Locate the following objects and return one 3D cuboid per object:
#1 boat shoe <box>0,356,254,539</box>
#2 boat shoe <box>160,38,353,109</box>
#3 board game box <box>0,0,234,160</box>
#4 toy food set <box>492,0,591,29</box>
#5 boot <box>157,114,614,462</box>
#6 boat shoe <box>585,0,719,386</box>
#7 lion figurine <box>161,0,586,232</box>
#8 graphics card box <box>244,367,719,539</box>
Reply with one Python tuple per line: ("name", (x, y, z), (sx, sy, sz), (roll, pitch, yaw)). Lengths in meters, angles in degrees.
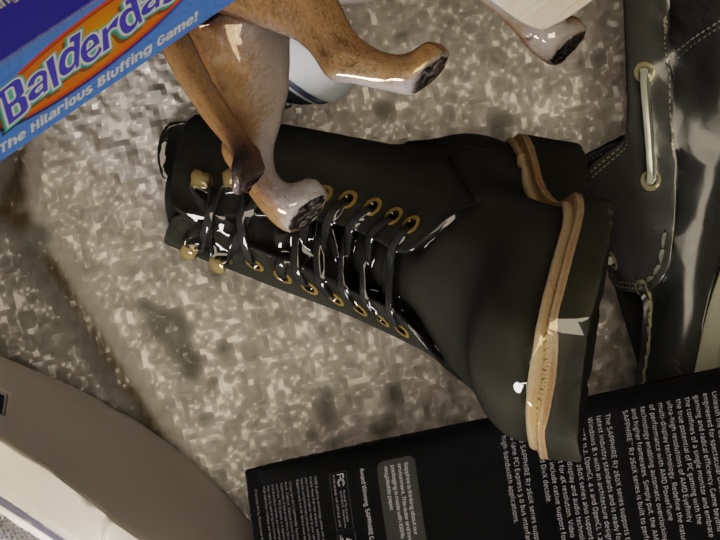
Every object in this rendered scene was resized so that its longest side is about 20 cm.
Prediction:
("boat shoe", (-0.132, 0.080, 0.796), (0.200, 0.075, 0.093), (31, 111, -10))
("boat shoe", (-0.102, -0.091, 0.781), (0.200, 0.071, 0.091), (34, 104, -9))
("board game box", (-0.136, -0.121, 0.677), (0.152, 0.045, 0.200), (-38, 67, -24))
("toy food set", (0.036, -0.187, 0.691), (0.143, 0.060, 0.200), (34, 62, -25))
("boot", (0.000, 0.000, 0.733), (0.138, 0.200, 0.078), (8, 101, -3))
("boat shoe", (0.105, -0.021, 0.812), (0.067, 0.072, 0.201), (10, 100, 17))
("lion figurine", (-0.002, -0.100, 0.731), (0.122, 0.073, 0.200), (46, 49, 16))
("graphics card box", (0.069, 0.104, 0.760), (0.199, 0.051, 0.126), (-14, 76, 17))
